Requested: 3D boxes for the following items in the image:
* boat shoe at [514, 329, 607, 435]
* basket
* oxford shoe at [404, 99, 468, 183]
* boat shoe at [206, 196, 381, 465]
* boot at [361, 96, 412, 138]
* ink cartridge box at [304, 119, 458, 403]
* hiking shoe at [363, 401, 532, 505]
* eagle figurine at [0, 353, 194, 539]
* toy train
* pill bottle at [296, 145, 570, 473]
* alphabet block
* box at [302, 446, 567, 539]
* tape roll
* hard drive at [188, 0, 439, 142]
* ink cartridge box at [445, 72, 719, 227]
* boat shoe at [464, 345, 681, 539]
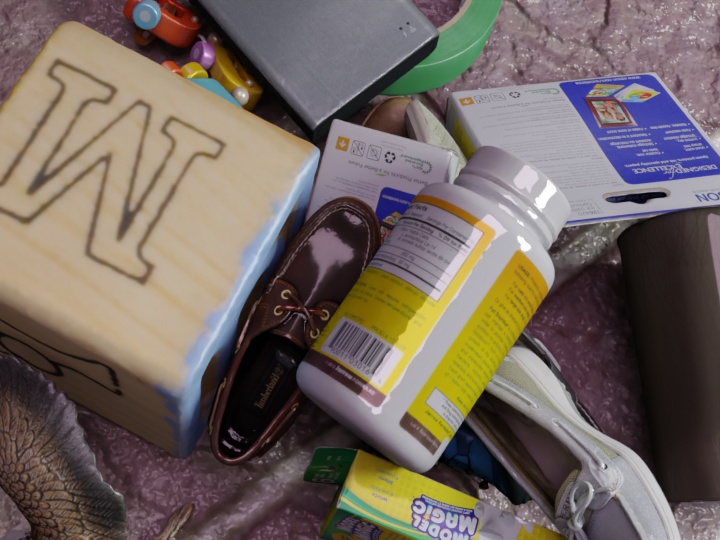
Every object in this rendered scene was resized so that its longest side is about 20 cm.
[{"bbox_3d":[0.127,0.091,0.846,0.073,0.060,0.201,-36,77,-19],"label":"boat shoe"},{"bbox_3d":[0.274,0.071,0.834,0.134,0.180,0.204,-8,77,23],"label":"basket"},{"bbox_3d":[0.063,-0.052,0.849,0.057,0.075,0.202,-34,53,23],"label":"oxford shoe"},{"bbox_3d":[-0.044,0.044,0.755,0.070,0.070,0.202,26,96,2],"label":"boat shoe"},{"bbox_3d":[0.017,-0.065,0.885,0.072,0.076,0.203,17,66,1],"label":"boot"},{"bbox_3d":[0.000,0.000,0.798,0.093,0.037,0.203,16,92,15],"label":"ink cartridge box"},{"bbox_3d":[0.042,0.119,0.824,0.199,0.075,0.087,38,73,18],"label":"hiking shoe"},{"bbox_3d":[-0.217,0.176,0.717,0.150,0.200,0.153,-30,32,20],"label":"eagle figurine"},{"bbox_3d":[-0.151,-0.160,0.884,0.149,0.056,0.201,28,29,-17],"label":"toy train"},{"bbox_3d":[0.053,0.021,0.718,0.109,0.109,0.201,35,80,6],"label":"pill bottle"},{"bbox_3d":[-0.164,-0.014,0.776,0.198,0.196,0.198,27,65,2],"label":"alphabet block"},{"bbox_3d":[0.050,0.184,0.768,0.197,0.118,0.049,24,66,2],"label":"box"},{"bbox_3d":[0.027,-0.256,0.975,0.197,0.048,0.204,3,68,-8],"label":"tape roll"},{"bbox_3d":[-0.050,-0.222,0.908,0.139,0.033,0.200,-38,78,-15],"label":"hard drive"},{"bbox_3d":[0.190,-0.088,0.890,0.194,0.048,0.201,-6,42,-12],"label":"ink cartridge box"},{"bbox_3d":[0.128,0.130,0.719,0.064,0.075,0.203,-9,45,-31],"label":"boat shoe"}]
